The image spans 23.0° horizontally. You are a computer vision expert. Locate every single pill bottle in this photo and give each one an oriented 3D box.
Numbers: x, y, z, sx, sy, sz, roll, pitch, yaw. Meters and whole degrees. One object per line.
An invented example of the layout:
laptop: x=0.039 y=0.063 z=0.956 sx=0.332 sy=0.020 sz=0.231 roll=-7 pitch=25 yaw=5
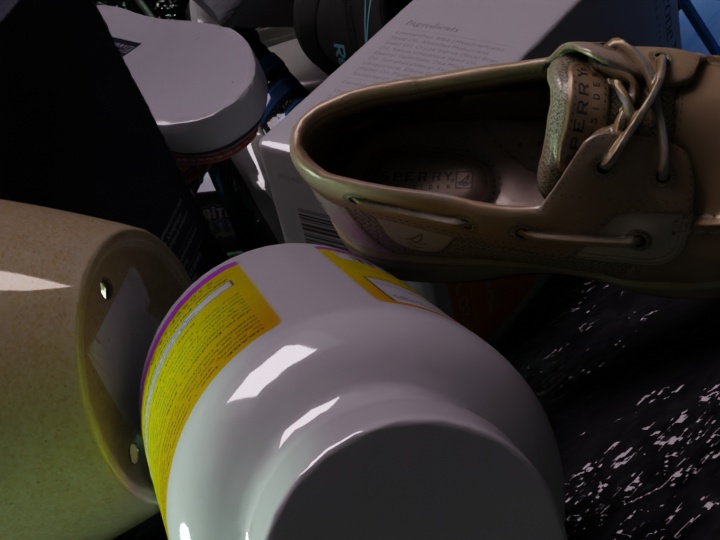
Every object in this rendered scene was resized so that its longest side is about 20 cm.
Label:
pill bottle: x=-0.005 y=0.055 z=0.490 sx=0.104 sy=0.105 sz=0.200 roll=-37 pitch=12 yaw=-3

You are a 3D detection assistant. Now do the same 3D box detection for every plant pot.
plant pot: x=-0.159 y=0.047 z=0.625 sx=0.198 sy=0.189 sz=0.188 roll=-9 pitch=23 yaw=23

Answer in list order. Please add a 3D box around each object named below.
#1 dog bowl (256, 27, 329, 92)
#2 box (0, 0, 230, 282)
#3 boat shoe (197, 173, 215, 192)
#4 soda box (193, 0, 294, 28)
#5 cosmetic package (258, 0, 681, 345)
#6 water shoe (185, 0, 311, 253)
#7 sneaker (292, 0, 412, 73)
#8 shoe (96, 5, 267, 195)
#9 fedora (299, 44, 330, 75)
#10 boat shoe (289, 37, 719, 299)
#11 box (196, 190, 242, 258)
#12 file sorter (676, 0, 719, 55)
dog bowl: x=-0.006 y=-0.106 z=1.032 sx=0.198 sy=0.059 sz=0.200 roll=-10 pitch=19 yaw=3
box: x=-0.186 y=-0.028 z=0.763 sx=0.198 sy=0.183 sz=0.105 roll=-3 pitch=40 yaw=29
boat shoe: x=-0.057 y=-0.072 z=1.177 sx=0.072 sy=0.067 sz=0.201 roll=-28 pitch=36 yaw=56
soda box: x=-0.035 y=-0.176 z=0.954 sx=0.068 sy=0.063 sz=0.200 roll=-50 pitch=-11 yaw=19
cosmetic package: x=0.053 y=-0.057 z=0.707 sx=0.071 sy=0.102 sz=0.200 roll=14 pitch=44 yaw=34
water shoe: x=-0.036 y=-0.065 z=0.905 sx=0.078 sy=0.201 sz=0.072 roll=-11 pitch=-35 yaw=-16
sneaker: x=0.044 y=-0.170 z=0.774 sx=0.079 sy=0.075 sz=0.201 roll=34 pitch=102 yaw=56
shoe: x=-0.093 y=-0.066 z=0.850 sx=0.071 sy=0.092 sz=0.200 roll=-35 pitch=31 yaw=-20
fedora: x=0.065 y=-0.151 z=0.914 sx=0.198 sy=0.083 sz=0.201 roll=-2 pitch=28 yaw=1
boat shoe: x=0.075 y=-0.035 z=0.541 sx=0.198 sy=0.065 sz=0.073 roll=-2 pitch=68 yaw=22
box: x=-0.114 y=-0.019 z=0.986 sx=0.198 sy=0.035 sz=0.110 roll=-8 pitch=-2 yaw=-30
file sorter: x=0.166 y=-0.164 z=0.779 sx=0.139 sy=0.123 sz=0.199 roll=-44 pitch=15 yaw=-30
